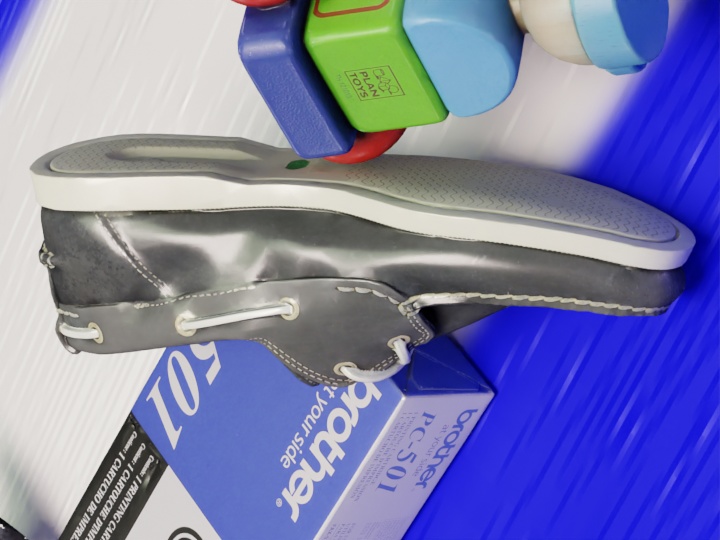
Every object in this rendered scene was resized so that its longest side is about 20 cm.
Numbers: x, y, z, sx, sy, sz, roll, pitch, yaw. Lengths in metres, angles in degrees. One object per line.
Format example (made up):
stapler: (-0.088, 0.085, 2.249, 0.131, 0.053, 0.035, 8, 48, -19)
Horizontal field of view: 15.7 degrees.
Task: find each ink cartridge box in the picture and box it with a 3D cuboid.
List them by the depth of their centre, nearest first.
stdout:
ink cartridge box: (-0.042, 0.083, 0.854, 0.094, 0.044, 0.200, 51, 123, 33)

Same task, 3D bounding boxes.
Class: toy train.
toy train: (0.036, -0.128, 0.759, 0.115, 0.085, 0.200, -5, 51, 23)

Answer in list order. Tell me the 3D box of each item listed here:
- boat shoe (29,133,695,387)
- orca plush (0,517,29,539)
boat shoe: (0.000, 0.000, 0.765, 0.199, 0.072, 0.068, 3, 104, 17)
orca plush: (-0.193, 0.144, 0.995, 0.071, 0.105, 0.200, -99, 30, -59)
